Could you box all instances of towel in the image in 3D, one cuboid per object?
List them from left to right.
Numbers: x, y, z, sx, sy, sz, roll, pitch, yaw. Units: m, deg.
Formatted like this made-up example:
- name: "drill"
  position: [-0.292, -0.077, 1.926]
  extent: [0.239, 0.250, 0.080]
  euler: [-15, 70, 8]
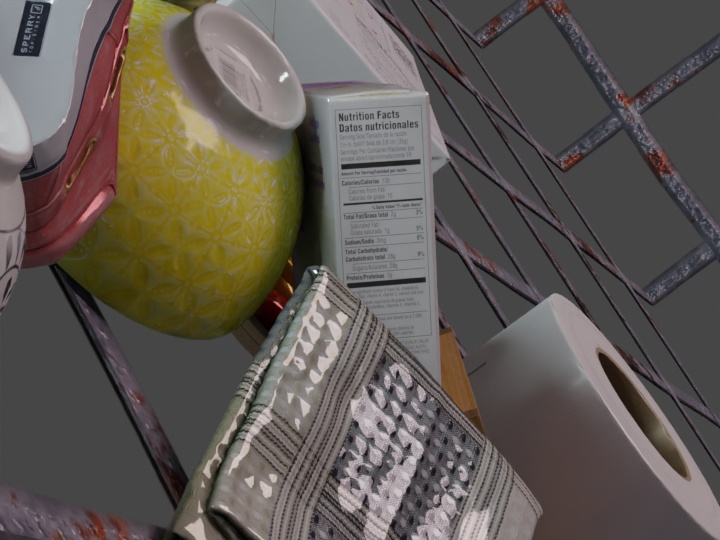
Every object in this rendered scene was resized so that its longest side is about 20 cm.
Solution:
- name: "towel"
  position: [0.007, 0.121, 1.062]
  extent: [0.193, 0.034, 0.200]
  euler: [49, 42, -21]

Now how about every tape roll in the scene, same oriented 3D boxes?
- name: "tape roll"
  position: [0.133, 0.135, 1.467]
  extent: [0.203, 0.139, 0.203]
  euler: [51, 12, -15]

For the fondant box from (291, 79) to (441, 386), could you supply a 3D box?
- name: "fondant box"
  position: [0.000, 0.000, 1.200]
  extent: [0.144, 0.058, 0.201]
  euler: [-149, -124, -76]

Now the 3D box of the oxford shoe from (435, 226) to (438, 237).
- name: "oxford shoe"
  position: [-0.030, -0.065, 1.322]
  extent: [0.200, 0.072, 0.071]
  euler: [45, 14, -35]

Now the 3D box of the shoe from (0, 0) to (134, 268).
- name: "shoe"
  position: [-0.144, -0.100, 1.048]
  extent: [0.091, 0.071, 0.201]
  euler: [90, 9, -52]

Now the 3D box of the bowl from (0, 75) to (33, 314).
- name: "bowl"
  position: [-0.188, -0.049, 0.845]
  extent: [0.201, 0.094, 0.201]
  euler: [51, 11, -14]

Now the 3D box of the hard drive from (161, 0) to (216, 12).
- name: "hard drive"
  position: [-0.109, -0.204, 1.108]
  extent: [0.139, 0.038, 0.200]
  euler: [25, -23, -13]

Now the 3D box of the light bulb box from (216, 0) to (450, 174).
- name: "light bulb box"
  position: [-0.051, -0.149, 1.592]
  extent: [0.198, 0.125, 0.200]
  euler: [48, 12, -24]

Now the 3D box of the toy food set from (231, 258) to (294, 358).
- name: "toy food set"
  position: [-0.059, -0.009, 1.346]
  extent: [0.200, 0.049, 0.198]
  euler: [52, 12, -8]

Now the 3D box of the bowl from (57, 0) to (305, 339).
- name: "bowl"
  position: [-0.092, -0.076, 1.150]
  extent: [0.200, 0.108, 0.201]
  euler: [38, 29, -26]

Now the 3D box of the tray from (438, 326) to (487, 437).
- name: "tray"
  position: [0.071, 0.144, 1.292]
  extent: [0.099, 0.037, 0.201]
  euler: [-105, 178, -61]
